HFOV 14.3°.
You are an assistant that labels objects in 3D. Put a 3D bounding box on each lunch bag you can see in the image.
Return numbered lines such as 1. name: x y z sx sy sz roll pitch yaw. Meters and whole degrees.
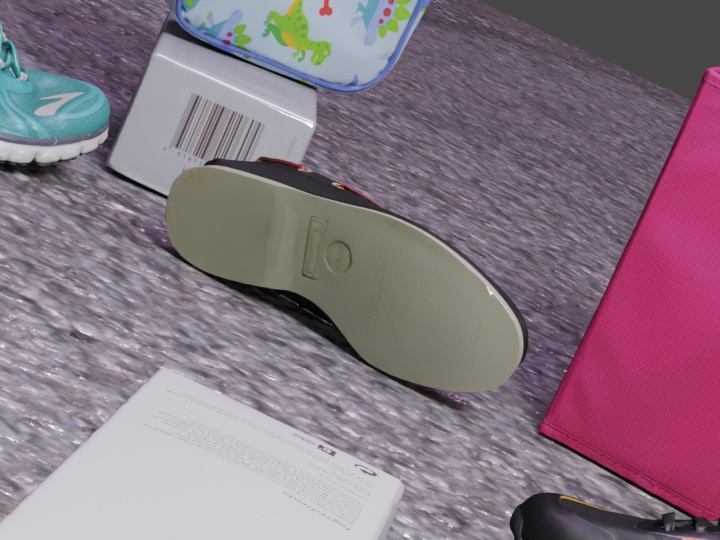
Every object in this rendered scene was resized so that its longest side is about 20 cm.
1. lunch bag: -0.018 -0.209 1.629 0.160 0.201 0.083 18 19 -30

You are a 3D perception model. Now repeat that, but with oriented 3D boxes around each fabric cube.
1. fabric cube: 0.238 0.030 1.449 0.199 0.200 0.196 28 13 18

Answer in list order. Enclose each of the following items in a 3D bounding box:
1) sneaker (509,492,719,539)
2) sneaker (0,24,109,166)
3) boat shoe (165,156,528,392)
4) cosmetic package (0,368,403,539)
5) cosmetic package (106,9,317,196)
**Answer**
1. sneaker: 0.162 0.118 1.160 0.199 0.090 0.070 25 11 0
2. sneaker: -0.205 -0.106 1.437 0.199 0.080 0.077 17 13 -37
3. boat shoe: 0.001 -0.003 1.412 0.201 0.074 0.063 25 18 24
4. cosmetic package: -0.054 0.105 0.732 0.084 0.108 0.200 25 10 4
5. cosmetic package: -0.082 -0.088 1.637 0.101 0.074 0.200 24 9 -4
